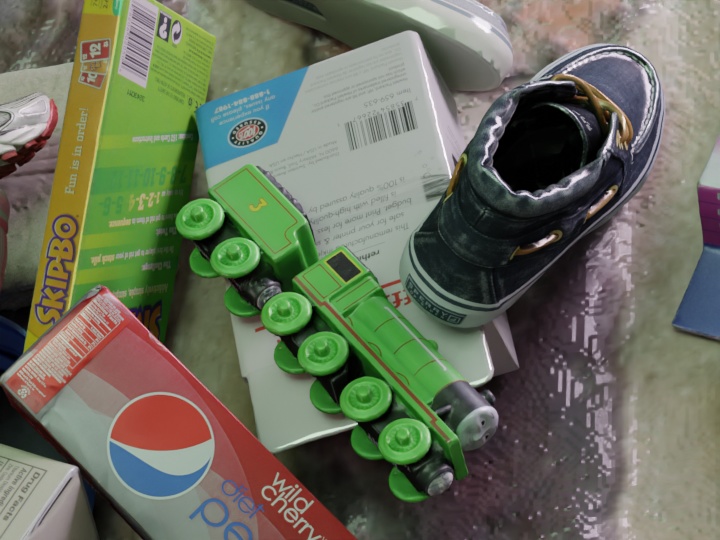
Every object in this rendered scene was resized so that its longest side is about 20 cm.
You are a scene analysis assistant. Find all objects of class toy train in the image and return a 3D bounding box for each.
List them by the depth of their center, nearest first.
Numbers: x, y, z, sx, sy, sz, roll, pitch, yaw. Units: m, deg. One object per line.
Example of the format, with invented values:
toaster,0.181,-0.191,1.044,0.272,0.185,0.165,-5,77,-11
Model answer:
toy train,-0.011,0.024,1.223,0.056,0.042,0.200,-34,53,-14

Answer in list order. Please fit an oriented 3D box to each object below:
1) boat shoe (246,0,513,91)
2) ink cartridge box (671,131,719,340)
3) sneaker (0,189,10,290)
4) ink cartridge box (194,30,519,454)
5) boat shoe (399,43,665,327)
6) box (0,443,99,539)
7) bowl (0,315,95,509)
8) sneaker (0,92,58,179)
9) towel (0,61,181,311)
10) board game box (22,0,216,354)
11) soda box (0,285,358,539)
boat shoe,0.004,-0.152,1.391,0.201,0.070,0.072,27,75,35
ink cartridge box,0.256,-0.047,1.244,0.196,0.043,0.200,13,63,27
sneaker,-0.253,0.024,1.330,0.200,0.075,0.105,-11,72,27
ink cartridge box,0.000,0.000,1.299,0.116,0.067,0.200,-18,55,10
boat shoe,0.095,-0.058,1.245,0.071,0.091,0.200,37,47,5
box,-0.218,0.114,1.211,0.200,0.078,0.095,16,51,24
bowl,-0.217,0.111,1.332,0.200,0.039,0.201,-10,56,16
sneaker,-0.245,-0.072,1.358,0.199,0.078,0.082,-4,85,-9
towel,-0.179,-0.038,1.416,0.199,0.034,0.133,-8,58,16
board game box,-0.112,-0.024,1.306,0.030,0.096,0.201,3,80,23
soda box,-0.063,0.100,1.207,0.063,0.070,0.200,-44,85,-9
